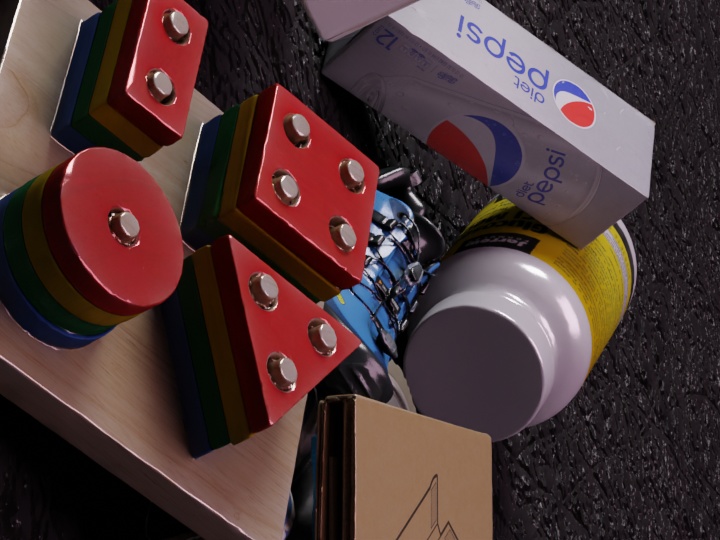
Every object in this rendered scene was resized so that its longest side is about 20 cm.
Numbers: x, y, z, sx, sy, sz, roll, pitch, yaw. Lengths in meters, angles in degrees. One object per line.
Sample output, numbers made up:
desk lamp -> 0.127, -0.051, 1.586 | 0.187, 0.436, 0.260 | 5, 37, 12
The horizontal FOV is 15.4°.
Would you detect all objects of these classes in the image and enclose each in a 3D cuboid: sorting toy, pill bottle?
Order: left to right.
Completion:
sorting toy -> -0.077, -0.013, 1.140 | 0.200, 0.069, 0.200 | 39, 42, -31
pill bottle -> 0.093, 0.026, 1.596 | 0.200, 0.112, 0.113 | -49, 127, -64

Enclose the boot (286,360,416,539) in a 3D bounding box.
boot -> -0.007, 0.159, 1.349 | 0.200, 0.072, 0.183 | -74, 144, -54

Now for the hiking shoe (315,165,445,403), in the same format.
hiking shoe -> 0.000, 0.000, 1.329 | 0.075, 0.086, 0.200 | 61, 7, -29

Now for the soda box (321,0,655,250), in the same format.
soda box -> 0.076, -0.099, 1.545 | 0.199, 0.063, 0.069 | 33, 42, -21

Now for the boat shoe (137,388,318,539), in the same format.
boat shoe -> -0.070, 0.081, 1.228 | 0.200, 0.072, 0.073 | -71, 142, -68

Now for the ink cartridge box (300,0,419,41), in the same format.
ink cartridge box -> -0.027, -0.232, 1.331 | 0.200, 0.084, 0.145 | -109, 173, -54

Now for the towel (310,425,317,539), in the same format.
towel -> 0.002, 0.186, 1.263 | 0.147, 0.022, 0.201 | 46, 45, -59

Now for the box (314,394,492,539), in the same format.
box -> 0.023, 0.151, 1.264 | 0.200, 0.021, 0.165 | 23, 66, -68
